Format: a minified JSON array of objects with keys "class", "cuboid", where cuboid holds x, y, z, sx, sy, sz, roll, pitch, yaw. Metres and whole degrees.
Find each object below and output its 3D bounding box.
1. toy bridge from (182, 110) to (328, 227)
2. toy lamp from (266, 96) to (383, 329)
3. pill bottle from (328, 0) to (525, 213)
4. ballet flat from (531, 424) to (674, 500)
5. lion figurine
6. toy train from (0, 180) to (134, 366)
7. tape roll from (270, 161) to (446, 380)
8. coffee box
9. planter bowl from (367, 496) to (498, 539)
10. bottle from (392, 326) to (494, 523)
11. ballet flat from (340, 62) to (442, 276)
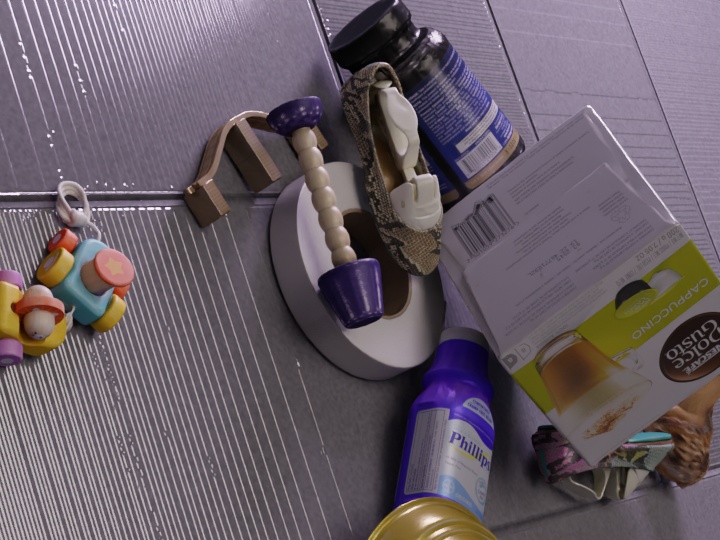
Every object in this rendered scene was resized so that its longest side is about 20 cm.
[{"class":"toy bridge","cuboid":[-0.099,-0.101,1.606,0.067,0.027,0.200,58,35,-4]},{"class":"toy lamp","cuboid":[-0.028,-0.048,1.576,0.058,0.058,0.201,-3,68,-53]},{"class":"pill bottle","cuboid":[0.061,-0.163,1.780,0.200,0.112,0.112,51,36,-18]},{"class":"ballet flat","cuboid":[0.242,0.193,1.834,0.199,0.069,0.072,8,80,-46]},{"class":"lion figurine","cuboid":[0.359,0.123,1.949,0.122,0.200,0.072,38,8,16]},{"class":"toy train","cuboid":[-0.239,-0.014,1.343,0.200,0.055,0.151,-14,80,-54]},{"class":"tape roll","cuboid":[0.000,0.000,1.660,0.202,0.037,0.204,32,45,-38]},{"class":"coffee box","cuboid":[0.213,0.016,1.701,0.198,0.199,0.200,48,8,-40]},{"class":"planter bowl","cuboid":[0.085,0.287,1.489,0.200,0.083,0.202,3,85,-44]},{"class":"bottle","cuboid":[0.079,0.147,1.621,0.083,0.065,0.201,40,49,-39]},{"class":"ballet flat","cuboid":[0.035,-0.097,1.669,0.068,0.075,0.201,-10,76,-31]}]
